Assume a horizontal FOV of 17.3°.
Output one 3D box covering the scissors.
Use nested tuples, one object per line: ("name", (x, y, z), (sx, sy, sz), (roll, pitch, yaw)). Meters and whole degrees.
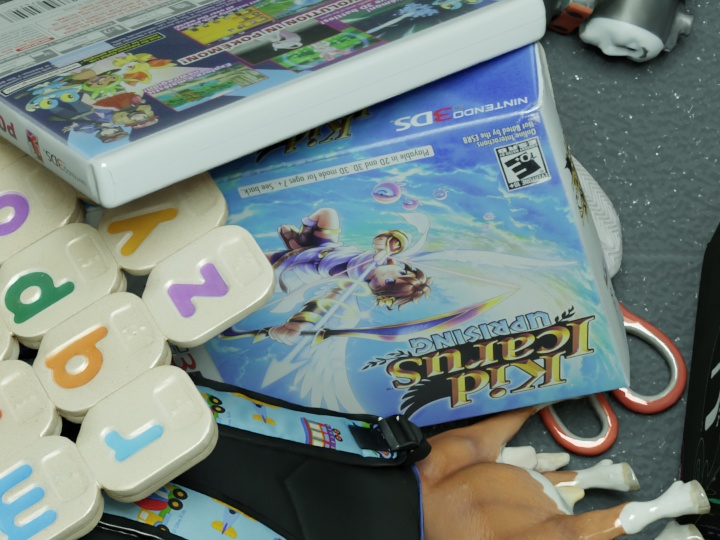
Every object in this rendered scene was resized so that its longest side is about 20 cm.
("scissors", (0.090, -0.013, 1.111), (0.073, 0.014, 0.201), (-21, 77, -4))

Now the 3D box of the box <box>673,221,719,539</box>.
("box", (0.210, 0.036, 1.001), (0.123, 0.200, 0.149), (9, 75, 4))

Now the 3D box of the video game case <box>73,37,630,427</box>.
("video game case", (0.000, 0.000, 1.001), (0.199, 0.182, 0.046), (-12, 49, 11))

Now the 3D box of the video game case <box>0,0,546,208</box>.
("video game case", (-0.057, -0.093, 0.950), (0.199, 0.023, 0.182), (-23, 30, -25))

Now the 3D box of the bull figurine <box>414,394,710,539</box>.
("bull figurine", (0.078, 0.119, 1.002), (0.121, 0.065, 0.200), (-26, 33, -10))

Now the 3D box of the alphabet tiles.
("alphabet tiles", (-0.137, 0.019, 0.914), (0.195, 0.015, 0.200), (-32, 57, -5))

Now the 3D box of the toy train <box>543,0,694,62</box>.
("toy train", (0.129, -0.199, 1.126), (0.113, 0.085, 0.201), (20, 81, -4))

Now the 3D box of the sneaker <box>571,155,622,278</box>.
("sneaker", (0.016, -0.024, 1.081), (0.199, 0.112, 0.078), (19, 56, -23))

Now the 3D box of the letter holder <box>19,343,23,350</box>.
("letter holder", (-0.240, 0.059, 0.988), (0.142, 0.101, 0.200), (34, 55, -6))

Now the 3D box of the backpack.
("backpack", (-0.079, 0.125, 0.966), (0.199, 0.135, 0.183), (20, 31, -14))
